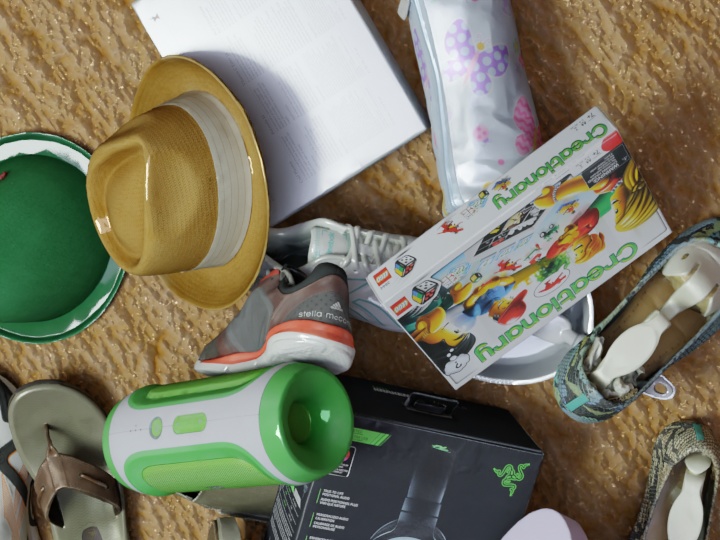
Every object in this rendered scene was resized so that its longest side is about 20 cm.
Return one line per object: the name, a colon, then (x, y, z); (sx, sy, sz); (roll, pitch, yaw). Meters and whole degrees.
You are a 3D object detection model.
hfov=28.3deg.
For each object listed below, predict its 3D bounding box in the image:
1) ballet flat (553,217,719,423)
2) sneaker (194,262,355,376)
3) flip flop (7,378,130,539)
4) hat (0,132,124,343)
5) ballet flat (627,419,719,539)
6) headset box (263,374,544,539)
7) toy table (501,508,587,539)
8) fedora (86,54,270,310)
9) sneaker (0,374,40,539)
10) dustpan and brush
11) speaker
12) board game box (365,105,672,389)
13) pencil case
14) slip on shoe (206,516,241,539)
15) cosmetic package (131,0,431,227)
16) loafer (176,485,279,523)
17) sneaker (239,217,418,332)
ballet flat: (0.221, 0.033, 1.030); (0.074, 0.074, 0.200); (44, 76, -1)
sneaker: (-0.057, 0.041, 1.058); (0.076, 0.199, 0.083); (18, 70, -28)
flip flop: (-0.232, 0.184, 1.164); (0.080, 0.058, 0.203); (-12, 102, -6)
hat: (-0.288, -0.001, 1.090); (0.165, 0.176, 0.201); (37, 103, 1)
ballet flat: (0.236, 0.217, 1.095); (0.067, 0.075, 0.203); (10, 102, 2)
headset box: (0.027, 0.185, 1.089); (0.172, 0.093, 0.203); (14, 102, -16)
toy table: (0.142, 0.288, 1.018); (0.116, 0.183, 0.202); (30, 85, -24)
fedora: (-0.147, -0.058, 1.061); (0.199, 0.081, 0.204); (22, 121, 44)
sneaker: (-0.307, 0.182, 1.178); (0.073, 0.080, 0.203); (-6, 97, 12)
dustpan and brush: (0.148, 0.042, 1.087); (0.198, 0.057, 0.141); (27, 103, 4)
speaker: (-0.099, 0.116, 1.024); (0.198, 0.088, 0.090); (-12, 99, 43)
board game box: (0.115, -0.012, 1.015); (0.199, 0.035, 0.126); (-37, 136, 6)
pencil case: (0.081, -0.137, 1.042); (0.082, 0.090, 0.203); (-11, 93, 36)
slip on shoe: (-0.110, 0.253, 1.068); (0.060, 0.201, 0.077); (-11, 117, -4)
cosmetic package: (-0.059, -0.157, 1.091); (0.150, 0.052, 0.202); (-30, 94, 12)
loafer: (-0.108, 0.167, 1.146); (0.197, 0.070, 0.076); (11, 102, 7)
sneaker: (0.000, 0.000, 1.075); (0.197, 0.081, 0.071); (-3, 55, 16)
